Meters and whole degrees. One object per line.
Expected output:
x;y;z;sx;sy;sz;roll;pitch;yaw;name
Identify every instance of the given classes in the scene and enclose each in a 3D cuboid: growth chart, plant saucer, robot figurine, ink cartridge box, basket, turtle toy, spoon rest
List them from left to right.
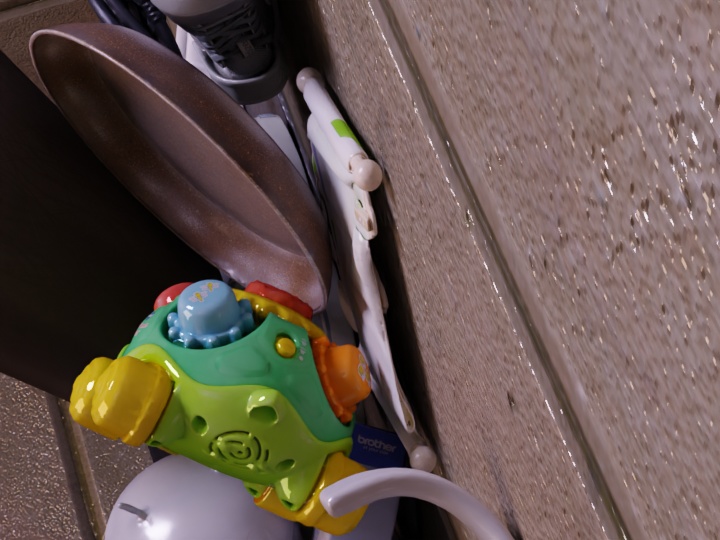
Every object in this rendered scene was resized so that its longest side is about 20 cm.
-0.184;-0.009;0.968;0.200;0.135;0.182;39;-135;-34;basket
-0.084;-0.056;0.867;0.200;0.032;0.200;39;163;14;plant saucer
-0.084;0.186;1.013;0.113;0.169;0.201;28;146;39;robot figurine
-0.066;0.058;0.878;0.102;0.145;0.200;-66;15;-9;turtle toy
-0.011;0.170;0.920;0.120;0.042;0.201;108;173;-52;ink cartridge box
0.000;0.000;0.841;0.145;0.018;0.201;-116;11;-54;growth chart
0.057;0.162;0.684;0.201;0.060;0.099;60;174;-1;spoon rest

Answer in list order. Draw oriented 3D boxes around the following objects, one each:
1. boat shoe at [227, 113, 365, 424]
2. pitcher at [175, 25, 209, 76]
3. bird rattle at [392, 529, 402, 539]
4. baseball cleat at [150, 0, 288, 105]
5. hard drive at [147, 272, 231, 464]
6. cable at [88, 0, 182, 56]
-0.052;0.007;1.039;0.070;0.071;0.203;107;145;-78;boat shoe
-0.144;-0.114;1.379;0.200;0.120;0.173;145;128;-72;pitcher
-0.015;0.197;1.130;0.163;0.112;0.202;4;114;63;bird rattle
-0.061;-0.131;0.863;0.200;0.069;0.107;-97;-14;-72;baseball cleat
-0.095;0.037;1.141;0.135;0.042;0.201;85;-157;-60;hard drive
-0.130;-0.138;0.993;0.201;0.050;0.163;64;171;4;cable
